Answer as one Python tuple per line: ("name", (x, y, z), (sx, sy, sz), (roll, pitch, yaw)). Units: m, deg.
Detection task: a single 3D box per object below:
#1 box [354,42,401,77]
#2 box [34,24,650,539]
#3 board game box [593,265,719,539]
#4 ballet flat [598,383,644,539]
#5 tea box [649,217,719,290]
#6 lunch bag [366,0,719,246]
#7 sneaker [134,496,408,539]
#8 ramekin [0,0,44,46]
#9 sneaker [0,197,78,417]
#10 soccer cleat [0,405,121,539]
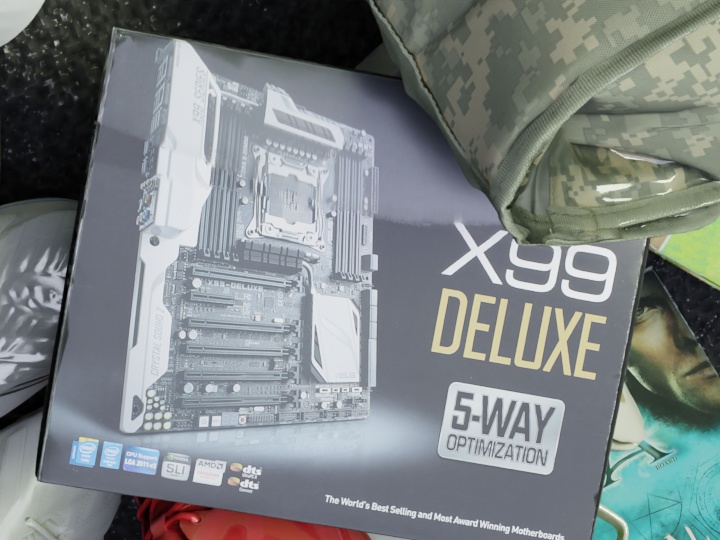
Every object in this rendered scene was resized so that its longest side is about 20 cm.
("box", (0.018, -0.068, 0.942), (0.200, 0.041, 0.039), (-43, 114, 0))
("box", (-0.004, 0.009, 0.830), (0.198, 0.050, 0.159), (10, 96, -8))
("board game box", (0.064, 0.100, 0.951), (0.199, 0.028, 0.136), (-26, 71, -9))
("ballet flat", (0.075, 0.077, 0.913), (0.066, 0.067, 0.202), (13, 76, -8))
("tea box", (0.203, -0.077, 0.940), (0.196, 0.134, 0.201), (27, 99, -20))
("lunch bag", (0.097, -0.111, 0.781), (0.199, 0.165, 0.118), (-29, 145, 2))
("sneaker", (-0.065, 0.082, 0.879), (0.115, 0.200, 0.079), (-19, 145, -50))
("ramekin", (-0.157, -0.167, 0.783), (0.097, 0.200, 0.202), (2, 107, -23))
("sneaker", (-0.173, 0.038, 0.868), (0.199, 0.072, 0.072), (-28, 94, -9))
("soccer cleat", (-0.160, 0.139, 0.938), (0.069, 0.078, 0.200), (41, 93, -22))
